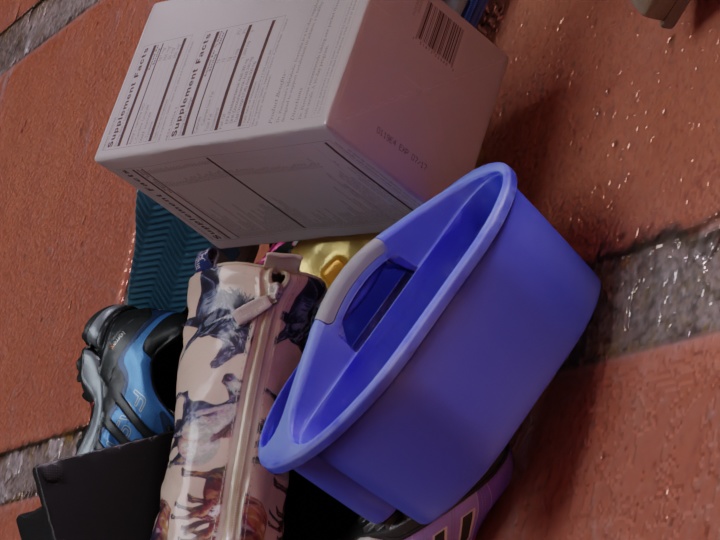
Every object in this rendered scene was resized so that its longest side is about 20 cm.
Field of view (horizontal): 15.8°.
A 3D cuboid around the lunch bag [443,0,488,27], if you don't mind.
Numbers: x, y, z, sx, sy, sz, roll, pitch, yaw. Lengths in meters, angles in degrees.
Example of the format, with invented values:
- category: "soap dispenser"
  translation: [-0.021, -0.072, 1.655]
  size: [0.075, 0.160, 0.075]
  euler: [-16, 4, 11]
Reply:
- category: "lunch bag"
  translation: [0.012, -0.147, 1.609]
  size: [0.201, 0.082, 0.161]
  euler: [-66, 19, 13]

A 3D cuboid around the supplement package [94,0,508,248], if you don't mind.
- category: "supplement package"
  translation: [-0.036, -0.091, 1.462]
  size: [0.199, 0.114, 0.110]
  euler: [-4, 59, 46]

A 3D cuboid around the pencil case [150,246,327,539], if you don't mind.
- category: "pencil case"
  translation: [-0.068, 0.091, 1.394]
  size: [0.090, 0.077, 0.201]
  euler: [100, 178, -70]

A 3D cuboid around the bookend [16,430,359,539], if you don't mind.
- category: "bookend"
  translation: [-0.120, 0.155, 1.515]
  size: [0.200, 0.198, 0.093]
  euler: [-33, 73, 60]

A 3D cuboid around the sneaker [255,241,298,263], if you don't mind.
- category: "sneaker"
  translation: [-0.053, 0.013, 1.638]
  size: [0.074, 0.087, 0.201]
  euler: [-51, 29, 43]

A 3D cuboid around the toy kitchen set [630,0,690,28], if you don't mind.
- category: "toy kitchen set"
  translation: [0.087, -0.221, 1.314]
  size: [0.200, 0.179, 0.164]
  euler: [120, 158, -60]

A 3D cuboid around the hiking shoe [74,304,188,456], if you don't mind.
- category: "hiking shoe"
  translation: [-0.139, 0.121, 1.683]
  size: [0.086, 0.074, 0.202]
  euler: [-4, 88, 39]

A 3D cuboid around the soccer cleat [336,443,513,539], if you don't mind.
- category: "soccer cleat"
  translation: [0.020, 0.162, 1.389]
  size: [0.200, 0.073, 0.068]
  euler: [-43, 13, 22]

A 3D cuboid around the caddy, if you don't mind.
- category: "caddy"
  translation: [0.028, 0.035, 1.322]
  size: [0.200, 0.105, 0.141]
  euler: [-54, 14, -18]

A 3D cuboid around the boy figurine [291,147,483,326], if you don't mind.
- category: "boy figurine"
  translation: [0.000, 0.000, 1.512]
  size: [0.200, 0.064, 0.125]
  euler: [-42, 66, 20]

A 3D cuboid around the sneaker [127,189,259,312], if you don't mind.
- category: "sneaker"
  translation: [-0.101, -0.038, 1.702]
  size: [0.081, 0.076, 0.201]
  euler: [-49, -14, -45]
